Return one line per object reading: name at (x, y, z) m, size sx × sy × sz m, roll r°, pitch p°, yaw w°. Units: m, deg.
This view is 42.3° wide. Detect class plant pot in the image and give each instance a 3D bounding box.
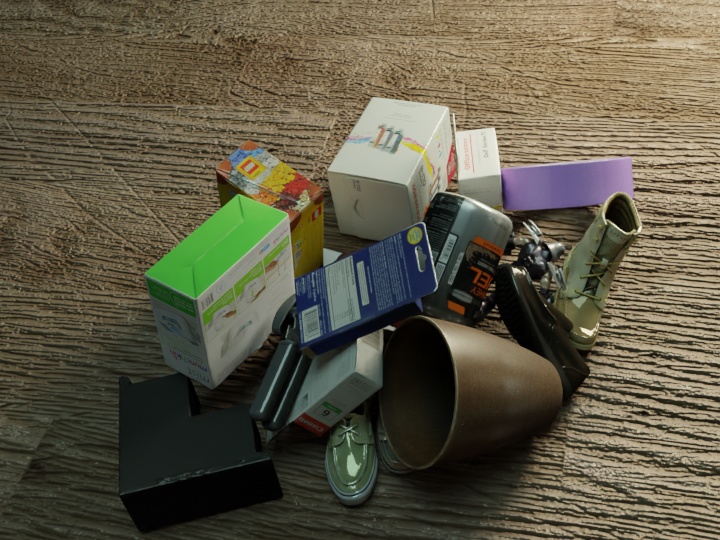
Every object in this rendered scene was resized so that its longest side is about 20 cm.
plant pot at (0.154, 0.158, 1.195) m, size 0.199 × 0.188 × 0.187 m, roll 5°, pitch 39°, yaw -28°

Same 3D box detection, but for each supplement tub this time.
supplement tub at (0.122, 0.003, 1.291) m, size 0.122 × 0.122 × 0.201 m, roll 21°, pitch 88°, yaw 29°

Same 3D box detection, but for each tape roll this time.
tape roll at (0.318, -0.135, 1.437) m, size 0.199 × 0.066 × 0.200 m, roll -6°, pitch 6°, yaw 1°

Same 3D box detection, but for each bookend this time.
bookend at (-0.223, 0.226, 1.272) m, size 0.197 × 0.092 × 0.201 m, roll -13°, pitch 45°, yaw -3°

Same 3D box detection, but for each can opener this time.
can opener at (-0.105, 0.119, 1.266) m, size 0.067 × 0.053 × 0.201 m, roll -3°, pitch 53°, yaw 42°

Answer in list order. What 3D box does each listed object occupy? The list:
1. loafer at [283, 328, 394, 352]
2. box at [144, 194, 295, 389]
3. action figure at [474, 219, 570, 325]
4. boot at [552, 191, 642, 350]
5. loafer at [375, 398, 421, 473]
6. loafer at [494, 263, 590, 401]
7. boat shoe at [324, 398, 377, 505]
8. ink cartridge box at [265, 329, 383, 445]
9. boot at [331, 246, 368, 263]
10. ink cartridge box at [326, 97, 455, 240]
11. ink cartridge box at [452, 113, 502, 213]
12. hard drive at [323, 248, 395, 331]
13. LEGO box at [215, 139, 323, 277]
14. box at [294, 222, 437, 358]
loafer at (-0.038, 0.110, 1.344) m, size 0.199 × 0.072 × 0.063 m, roll 0°, pitch 79°, yaw 38°
box at (-0.183, 0.029, 1.285) m, size 0.096 × 0.177 × 0.200 m, roll 23°, pitch 49°, yaw 24°
action figure at (0.217, 0.010, 1.355) m, size 0.199 × 0.069 × 0.131 m, roll -31°, pitch 60°, yaw 16°
boot at (0.337, -0.001, 1.318) m, size 0.072 × 0.155 × 0.201 m, roll 20°, pitch 49°, yaw -2°
loafer at (0.054, 0.178, 1.278) m, size 0.071 × 0.063 × 0.201 m, roll -3°, pitch 47°, yaw 10°
loafer at (0.252, 0.079, 1.283) m, size 0.071 × 0.073 × 0.201 m, roll -24°, pitch 86°, yaw -21°
boat shoe at (-0.017, 0.217, 1.257) m, size 0.071 × 0.062 × 0.201 m, roll -8°, pitch 46°, yaw 5°
ink cartridge box at (-0.049, 0.156, 1.254) m, size 0.200 × 0.050 × 0.109 m, roll -43°, pitch 28°, yaw 33°
boot at (0.000, 0.000, 1.357) m, size 0.199 × 0.073 × 0.166 m, roll -18°, pitch 21°, yaw 39°
ink cartridge box at (0.055, -0.164, 1.542) m, size 0.144 × 0.146 × 0.201 m, roll 13°, pitch 52°, yaw 22°
ink cartridge box at (0.185, -0.139, 1.452) m, size 0.067 × 0.201 × 0.118 m, roll -6°, pitch 47°, yaw 7°
hard drive at (-0.014, 0.036, 1.452) m, size 0.199 × 0.025 × 0.132 m, roll 16°, pitch 52°, yaw 24°
LEGO box at (-0.134, -0.074, 1.405) m, size 0.149 × 0.200 × 0.077 m, roll 36°, pitch 62°, yaw 19°
box at (0.008, 0.025, 1.205) m, size 0.199 × 0.032 × 0.122 m, roll -24°, pitch 47°, yaw 18°
